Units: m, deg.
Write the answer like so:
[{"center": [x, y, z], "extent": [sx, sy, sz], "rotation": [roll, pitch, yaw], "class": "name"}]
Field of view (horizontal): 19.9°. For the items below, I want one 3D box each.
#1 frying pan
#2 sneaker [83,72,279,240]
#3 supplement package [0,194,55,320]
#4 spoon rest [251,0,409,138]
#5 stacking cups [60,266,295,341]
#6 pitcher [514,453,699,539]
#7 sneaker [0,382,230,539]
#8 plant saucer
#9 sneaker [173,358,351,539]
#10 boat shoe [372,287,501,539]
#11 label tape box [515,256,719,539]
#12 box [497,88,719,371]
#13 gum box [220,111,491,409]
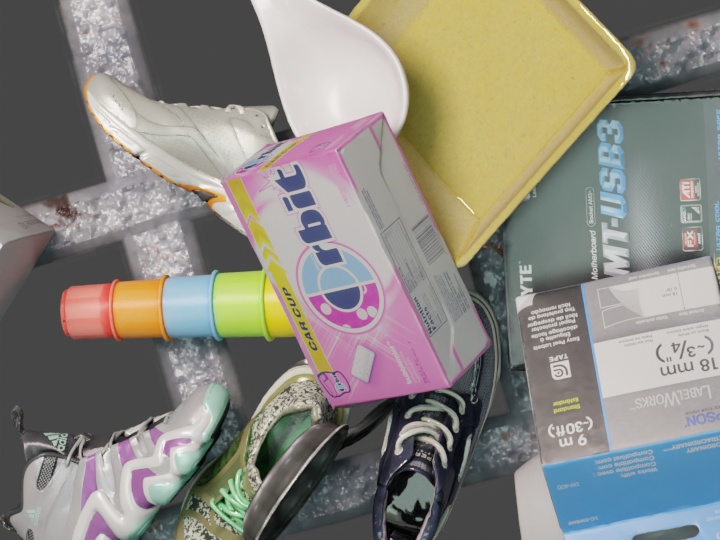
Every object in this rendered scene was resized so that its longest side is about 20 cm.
[{"center": [-0.026, 0.127, 1.470], "extent": [0.031, 0.115, 0.190], "rotation": [34, 60, 9], "class": "frying pan"}, {"center": [-0.110, -0.099, 1.528], "extent": [0.200, 0.076, 0.092], "rotation": [34, 91, -5], "class": "sneaker"}, {"center": [-0.362, -0.018, 1.518], "extent": [0.200, 0.152, 0.151], "rotation": [34, 98, 2], "class": "supplement package"}, {"center": [-0.034, -0.165, 1.479], "extent": [0.099, 0.061, 0.200], "rotation": [-39, 69, 25], "class": "spoon rest"}, {"center": [-0.125, 0.031, 1.548], "extent": [0.199, 0.061, 0.061], "rotation": [-5, 95, 11], "class": "stacking cups"}, {"center": [0.213, 0.183, 1.463], "extent": [0.199, 0.172, 0.122], "rotation": [-7, 110, 6], "class": "pitcher"}, {"center": [-0.200, 0.137, 1.553], "extent": [0.140, 0.078, 0.200], "rotation": [38, 98, 1], "class": "sneaker"}, {"center": [0.081, -0.137, 1.471], "extent": [0.200, 0.048, 0.200], "rotation": [-49, 65, 21], "class": "plant saucer"}, {"center": [-0.082, 0.158, 1.535], "extent": [0.077, 0.089, 0.200], "rotation": [32, 99, 2], "class": "sneaker"}, {"center": [0.057, 0.115, 1.512], "extent": [0.074, 0.093, 0.201], "rotation": [12, 97, 5], "class": "boat shoe"}, {"center": [0.195, 0.102, 1.415], "extent": [0.144, 0.063, 0.201], "rotation": [-12, 60, 10], "class": "label tape box"}, {"center": [0.202, -0.030, 1.505], "extent": [0.197, 0.050, 0.201], "rotation": [-2, 95, 6], "class": "box"}, {"center": [0.000, 0.000, 1.455], "extent": [0.113, 0.066, 0.201], "rotation": [-13, 109, 41], "class": "gum box"}]
